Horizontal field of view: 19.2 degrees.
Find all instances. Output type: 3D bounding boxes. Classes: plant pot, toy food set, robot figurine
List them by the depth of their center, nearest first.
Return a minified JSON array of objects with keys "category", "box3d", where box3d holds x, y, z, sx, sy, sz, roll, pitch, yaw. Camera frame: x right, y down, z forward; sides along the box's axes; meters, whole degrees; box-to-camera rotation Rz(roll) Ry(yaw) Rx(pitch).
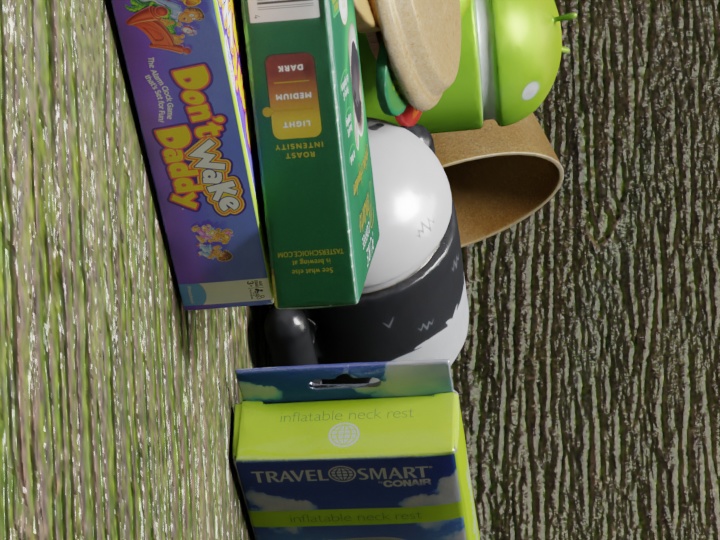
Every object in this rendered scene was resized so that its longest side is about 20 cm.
[{"category":"toy food set","box3d":[0.017,-0.181,1.210,0.198,0.049,0.200,68,19,-45]},{"category":"robot figurine","box3d":[-0.001,-0.001,1.283,0.200,0.125,0.150,79,-2,-50]},{"category":"robot figurine","box3d":[0.039,-0.146,1.386,0.175,0.200,0.116,72,13,-81]},{"category":"plant pot","box3d":[0.047,-0.137,1.720,0.186,0.186,0.200,70,3,-70]}]

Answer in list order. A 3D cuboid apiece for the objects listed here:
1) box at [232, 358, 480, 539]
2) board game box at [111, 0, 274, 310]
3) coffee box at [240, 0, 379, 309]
[{"category":"box","box3d":[0.002,0.130,1.178,0.200,0.122,0.048,79,10,-48]},{"category":"board game box","box3d":[-0.073,-0.100,0.991,0.135,0.045,0.200,-89,172,-48]},{"category":"coffee box","box3d":[-0.025,-0.092,1.010,0.123,0.044,0.200,-77,161,-72]}]
